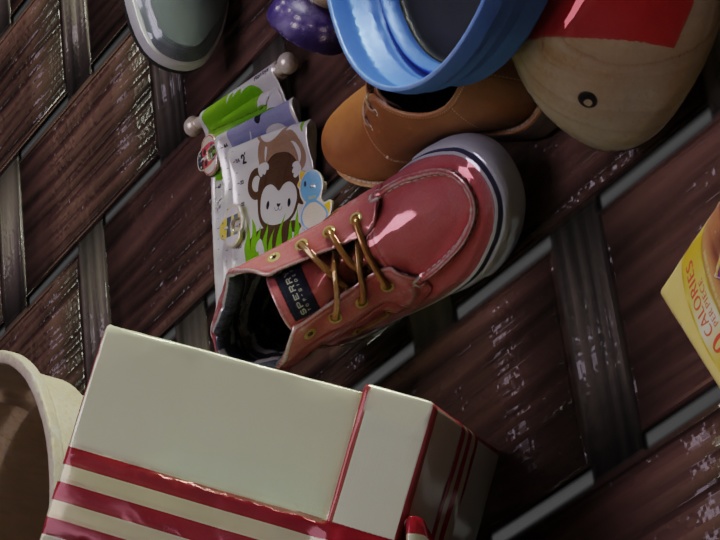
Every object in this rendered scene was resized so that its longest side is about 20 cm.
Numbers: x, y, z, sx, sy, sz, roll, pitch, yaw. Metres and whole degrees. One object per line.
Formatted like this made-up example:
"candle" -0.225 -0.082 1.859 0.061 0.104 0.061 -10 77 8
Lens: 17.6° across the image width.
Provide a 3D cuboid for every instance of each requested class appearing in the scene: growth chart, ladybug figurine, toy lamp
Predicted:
"growth chart" -0.060 -0.030 1.386 0.145 0.018 0.200 -35 53 49
"ladybug figurine" 0.116 -0.157 1.081 0.136 0.072 0.200 -2 79 59
"toy lamp" 0.012 -0.214 1.289 0.200 0.058 0.058 -63 34 29

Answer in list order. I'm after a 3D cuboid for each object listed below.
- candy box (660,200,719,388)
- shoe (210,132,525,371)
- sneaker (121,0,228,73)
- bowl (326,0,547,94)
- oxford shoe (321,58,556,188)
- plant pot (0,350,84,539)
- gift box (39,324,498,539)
"candy box" 0.202 0.033 0.895 0.117 0.056 0.200 -60 35 29
"shoe" 0.000 0.000 1.186 0.200 0.091 0.071 -37 80 52
"sneaker" -0.092 -0.231 1.444 0.121 0.084 0.200 149 127 -63
"bowl" 0.041 -0.182 1.096 0.201 0.039 0.201 -17 71 62
"oxford shoe" 0.026 -0.090 1.211 0.200 0.071 0.071 -20 64 57
"plant pot" -0.128 0.155 1.278 0.200 0.183 0.201 -26 60 54
"gift box" -0.035 0.148 1.090 0.187 0.185 0.200 13 87 16
